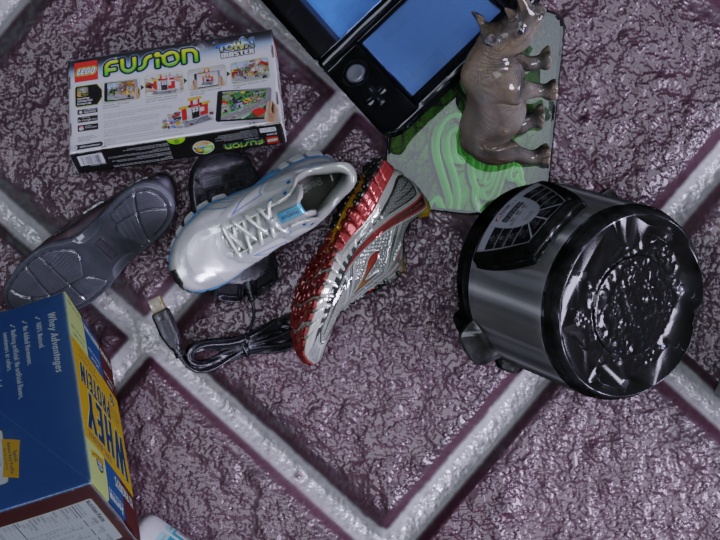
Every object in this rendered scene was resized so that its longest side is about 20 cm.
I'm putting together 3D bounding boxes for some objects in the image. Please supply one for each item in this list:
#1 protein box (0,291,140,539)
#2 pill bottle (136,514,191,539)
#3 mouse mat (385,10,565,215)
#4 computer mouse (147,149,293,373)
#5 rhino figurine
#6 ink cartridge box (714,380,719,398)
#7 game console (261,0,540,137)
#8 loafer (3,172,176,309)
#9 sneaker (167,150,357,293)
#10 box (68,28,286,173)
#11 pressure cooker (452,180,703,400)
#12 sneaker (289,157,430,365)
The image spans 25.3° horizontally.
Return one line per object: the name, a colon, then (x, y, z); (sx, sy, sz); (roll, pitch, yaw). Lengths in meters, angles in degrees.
protein box: (-0.324, 0.160, 1.436); (0.198, 0.135, 0.200); (-17, 57, 2)
pill bottle: (-0.147, 0.323, 1.480); (0.199, 0.111, 0.111); (34, 91, 3)
mouse mat: (0.108, -0.154, 1.528); (0.159, 0.008, 0.202); (6, 91, 2)
computer mouse: (-0.143, -0.005, 1.506); (0.139, 0.046, 0.202); (-21, 97, -20)
rhino figurine: (0.132, -0.172, 1.447); (0.086, 0.201, 0.060); (-7, 49, -5)
ink cartridge box: (0.424, 0.087, 1.418); (0.144, 0.200, 0.146); (28, 91, 0)
game console: (0.033, -0.258, 1.468); (0.200, 0.116, 0.176); (-43, 58, 4)
loafer: (-0.251, -0.023, 1.517); (0.199, 0.063, 0.072); (-34, 108, 17)
sneaker: (-0.087, -0.049, 1.459); (0.199, 0.087, 0.075); (-37, 105, -18)
box: (-0.173, -0.159, 1.500); (0.198, 0.035, 0.111); (-8, 60, 2)
pressure cooker: (0.182, 0.014, 1.432); (0.174, 0.200, 0.181); (2, 100, -29)
sneaker: (0.000, 0.000, 1.490); (0.082, 0.078, 0.201); (30, 87, -16)
